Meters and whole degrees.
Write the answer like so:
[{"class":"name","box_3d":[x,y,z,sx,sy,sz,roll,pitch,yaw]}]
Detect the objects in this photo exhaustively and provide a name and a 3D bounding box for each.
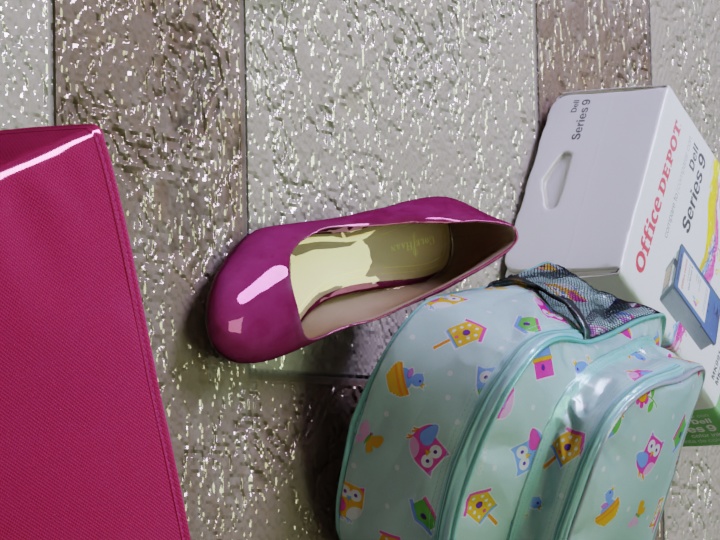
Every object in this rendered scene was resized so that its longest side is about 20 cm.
[{"class":"ink cartridge box","box_3d":[0.180,0.000,1.832,0.200,0.087,0.145,50,46,-42]},{"class":"backpack","box_3d":[0.084,0.096,1.583,0.200,0.153,0.176,-2,115,-51]},{"class":"fabric cube","box_3d":[-0.207,0.069,1.066,0.199,0.200,0.196,-31,113,-54]},{"class":"high heel","box_3d":[0.000,0.000,1.518,0.200,0.096,0.067,-35,116,-55]}]
